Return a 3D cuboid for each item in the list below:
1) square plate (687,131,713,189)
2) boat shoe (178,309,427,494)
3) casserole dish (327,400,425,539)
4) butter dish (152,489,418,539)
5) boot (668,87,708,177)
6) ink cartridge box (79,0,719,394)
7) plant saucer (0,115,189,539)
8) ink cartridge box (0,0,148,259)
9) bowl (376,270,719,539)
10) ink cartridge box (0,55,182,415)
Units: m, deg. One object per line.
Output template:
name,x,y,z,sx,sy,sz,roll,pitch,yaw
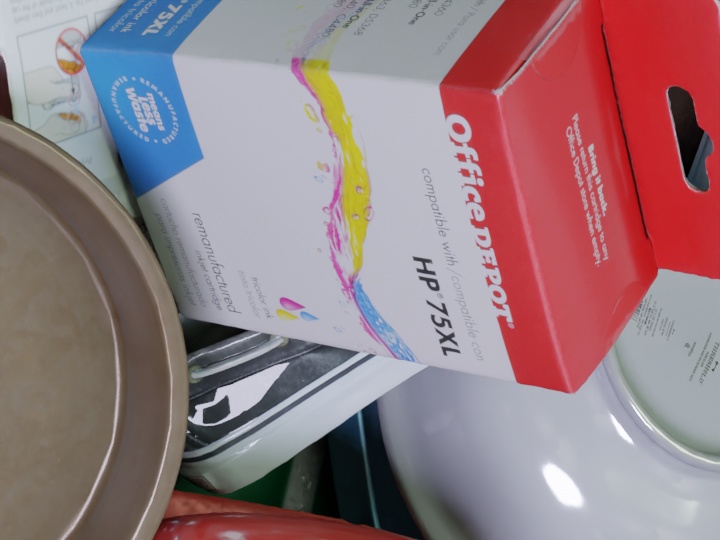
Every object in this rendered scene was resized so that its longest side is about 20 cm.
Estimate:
square plate,0.199,-0.039,1.040,0.198,0.028,0.201,24,86,-59
boat shoe,0.000,0.000,0.809,0.200,0.072,0.071,-40,124,-10
casserole dish,0.030,0.050,0.907,0.121,0.039,0.202,-6,87,-44
butter dish,-0.017,0.157,0.730,0.198,0.148,0.201,14,60,-32
boot,0.158,-0.144,1.014,0.166,0.072,0.201,43,57,-65
ink cartridge box,0.020,-0.033,0.687,0.067,0.199,0.117,-50,136,-37
plant saucer,-0.151,0.043,0.669,0.199,0.029,0.202,-5,105,-19
ink cartridge box,-0.087,-0.123,0.735,0.160,0.047,0.201,-27,117,-51
bowl,0.113,0.046,0.856,0.200,0.090,0.202,12,62,-24
ink cartridge box,-0.141,-0.062,0.730,0.117,0.067,0.201,-46,115,-41
